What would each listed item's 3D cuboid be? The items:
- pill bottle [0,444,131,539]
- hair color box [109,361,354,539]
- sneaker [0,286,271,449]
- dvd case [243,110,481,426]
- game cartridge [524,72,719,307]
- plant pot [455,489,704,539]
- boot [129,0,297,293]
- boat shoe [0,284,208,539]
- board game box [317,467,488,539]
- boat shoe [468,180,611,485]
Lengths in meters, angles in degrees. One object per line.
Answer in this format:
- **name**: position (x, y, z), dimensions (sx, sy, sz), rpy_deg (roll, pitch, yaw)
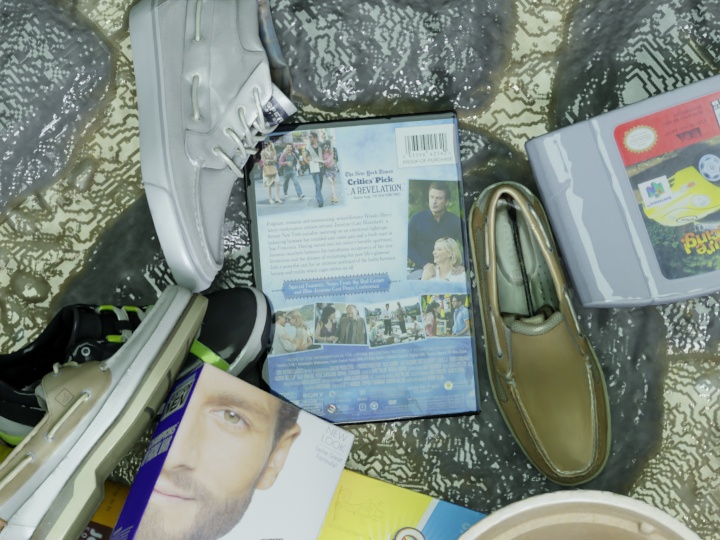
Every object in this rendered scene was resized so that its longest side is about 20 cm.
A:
- **pill bottle**: position (-0.203, 0.175, 1.568), dimensions (0.200, 0.109, 0.109), rpy_deg (18, 87, 2)
- **hair color box**: position (-0.092, 0.170, 1.507), dimensions (0.109, 0.065, 0.200), rpy_deg (27, 64, -14)
- **sneaker**: position (-0.153, 0.054, 1.577), dimensions (0.200, 0.083, 0.072), rpy_deg (-25, 43, 0)
- **dvd case**: position (0.000, 0.000, 1.622), dimensions (0.142, 0.018, 0.200), rpy_deg (-4, 87, 2)
- **game cartridge**: position (0.220, -0.053, 1.603), dimensions (0.200, 0.041, 0.133), rpy_deg (-20, 90, -6)
- **plant pot**: position (0.132, 0.233, 1.476), dimensions (0.200, 0.183, 0.201), rpy_deg (-1, 83, 6)
- **boot**: position (-0.087, -0.090, 1.586), dimensions (0.095, 0.074, 0.200), rpy_deg (-12, 76, 11)
- **boat shoe**: position (-0.165, 0.085, 1.510), dimensions (0.068, 0.075, 0.200), rpy_deg (30, 70, 7)
- **board game box**: position (0.005, 0.210, 1.597), dimensions (0.200, 0.040, 0.153), rpy_deg (17, 87, 2)
- **boat shoe**: position (0.110, 0.041, 1.588), dimensions (0.072, 0.076, 0.200), rpy_deg (-19, 86, 0)
